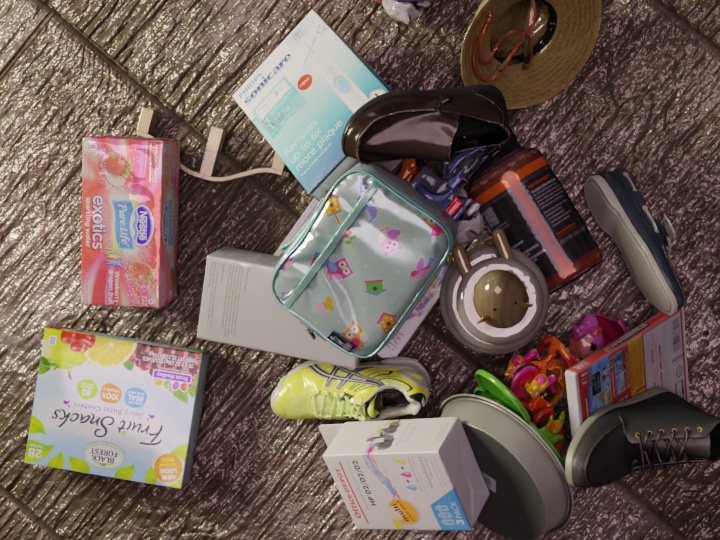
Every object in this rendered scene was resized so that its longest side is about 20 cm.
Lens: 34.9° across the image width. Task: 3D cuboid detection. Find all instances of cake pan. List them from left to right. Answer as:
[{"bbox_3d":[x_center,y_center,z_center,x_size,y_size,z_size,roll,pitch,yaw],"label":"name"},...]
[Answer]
[{"bbox_3d":[0.156,0.236,1.335,0.037,0.200,0.201,-38,87,-32],"label":"cake pan"}]

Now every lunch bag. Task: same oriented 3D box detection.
[{"bbox_3d":[-0.002,-0.011,1.271,0.160,0.077,0.201,35,107,-3],"label":"lunch bag"}]

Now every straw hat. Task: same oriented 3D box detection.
[{"bbox_3d":[0.187,-0.298,1.388,0.201,0.201,0.085,-41,45,1],"label":"straw hat"}]

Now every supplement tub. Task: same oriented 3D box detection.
[{"bbox_3d":[0.200,-0.073,1.377,0.106,0.107,0.201,-31,88,1],"label":"supplement tub"}]

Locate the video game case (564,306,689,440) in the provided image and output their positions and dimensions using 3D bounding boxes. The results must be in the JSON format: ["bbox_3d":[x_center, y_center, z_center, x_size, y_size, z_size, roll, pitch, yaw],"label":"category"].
[{"bbox_3d":[0.316,0.141,1.335,0.199,0.017,0.144,-26,117,-33],"label":"video game case"}]

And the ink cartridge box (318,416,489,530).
[{"bbox_3d":[0.036,0.239,1.337,0.199,0.068,0.116,-8,117,34],"label":"ink cartridge box"}]

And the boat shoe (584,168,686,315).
[{"bbox_3d":[0.340,-0.038,1.370,0.061,0.075,0.201,-19,57,-13],"label":"boat shoe"}]

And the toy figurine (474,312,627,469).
[{"bbox_3d":[0.242,0.118,1.352,0.184,0.200,0.150,-44,47,-11],"label":"toy figurine"}]

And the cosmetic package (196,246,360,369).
[{"bbox_3d":[-0.088,0.043,1.382,0.198,0.085,0.109,11,101,6],"label":"cosmetic package"}]

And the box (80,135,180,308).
[{"bbox_3d":[-0.277,-0.060,1.387,0.102,0.095,0.202,4,97,3],"label":"box"}]

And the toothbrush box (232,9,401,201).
[{"bbox_3d":[-0.037,-0.185,1.345,0.146,0.085,0.200,-44,53,10],"label":"toothbrush box"}]

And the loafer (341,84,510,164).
[{"bbox_3d":[0.077,-0.153,1.237,0.198,0.073,0.072,-15,47,-15],"label":"loafer"}]

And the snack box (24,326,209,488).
[{"bbox_3d":[-0.298,0.167,1.411,0.198,0.068,0.170,10,89,3],"label":"snack box"}]

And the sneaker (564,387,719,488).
[{"bbox_3d":[0.322,0.192,1.271,0.199,0.106,0.075,-24,116,-33],"label":"sneaker"}]

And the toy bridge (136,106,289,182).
[{"bbox_3d":[-0.184,-0.146,1.431,0.198,0.027,0.068,16,92,2],"label":"toy bridge"}]

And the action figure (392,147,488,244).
[{"bbox_3d":[0.088,-0.113,1.354,0.200,0.105,0.194,-41,69,3],"label":"action figure"}]

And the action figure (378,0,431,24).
[{"bbox_3d":[0.071,-0.399,1.404,0.198,0.104,0.195,2,97,-24],"label":"action figure"}]

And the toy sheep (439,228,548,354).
[{"bbox_3d":[0.152,0.030,1.311,0.136,0.200,0.139,0,86,5],"label":"toy sheep"}]

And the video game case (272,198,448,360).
[{"bbox_3d":[0.000,0.000,1.427,0.199,0.018,0.144,36,90,2],"label":"video game case"}]

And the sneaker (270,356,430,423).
[{"bbox_3d":[-0.013,0.149,1.389,0.198,0.077,0.076,-9,111,4],"label":"sneaker"}]
